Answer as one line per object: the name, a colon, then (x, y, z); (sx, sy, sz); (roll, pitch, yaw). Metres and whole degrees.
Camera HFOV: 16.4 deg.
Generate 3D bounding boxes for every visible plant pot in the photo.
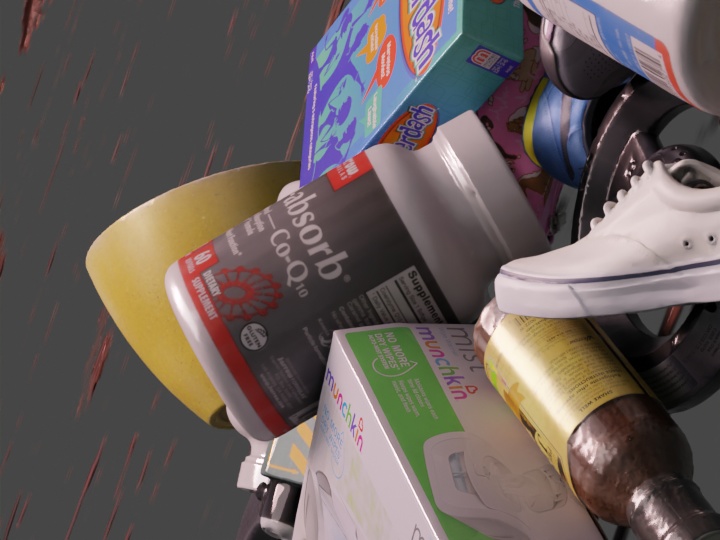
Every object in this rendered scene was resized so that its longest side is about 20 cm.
plant pot: (-0.082, 0.029, 1.803); (0.200, 0.199, 0.143); (-47, 58, 54)

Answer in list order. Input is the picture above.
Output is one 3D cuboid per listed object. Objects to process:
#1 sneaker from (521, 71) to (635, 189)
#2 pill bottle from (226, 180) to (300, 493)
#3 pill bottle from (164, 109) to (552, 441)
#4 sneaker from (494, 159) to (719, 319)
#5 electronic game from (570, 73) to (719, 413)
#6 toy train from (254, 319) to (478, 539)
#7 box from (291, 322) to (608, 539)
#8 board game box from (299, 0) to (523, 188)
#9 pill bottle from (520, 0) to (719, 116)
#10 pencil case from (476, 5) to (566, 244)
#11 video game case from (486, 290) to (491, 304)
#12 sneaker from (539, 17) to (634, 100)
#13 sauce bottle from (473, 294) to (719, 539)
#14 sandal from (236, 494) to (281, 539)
sneaker: (0.153, -0.142, 1.418); (0.078, 0.066, 0.202); (23, 98, 61)
pill bottle: (-0.022, 0.051, 1.612); (0.111, 0.110, 0.202); (174, 111, -70)
pill bottle: (0.000, 0.000, 1.407); (0.199, 0.116, 0.116); (-30, 26, 2)
sneaker: (0.148, -0.018, 1.203); (0.199, 0.073, 0.071); (-9, 88, 40)
electronic game: (0.166, -0.026, 1.302); (0.200, 0.041, 0.202); (-170, 90, -67)
toy train: (0.003, 0.079, 1.505); (0.113, 0.085, 0.202); (11, 82, 34)
box: (0.043, 0.157, 1.332); (0.200, 0.096, 0.177); (-117, 32, -50)
board game box: (0.029, -0.129, 1.505); (0.200, 0.045, 0.153); (-48, 29, 43)
pill bottle: (0.134, -0.161, 1.211); (0.200, 0.112, 0.113); (39, 113, 45)
pencil case: (0.101, -0.109, 1.495); (0.083, 0.086, 0.201); (-155, 81, -78)
video game case: (0.047, 0.115, 1.568); (0.200, 0.022, 0.183); (-106, 36, -58)
sneaker: (0.173, -0.170, 1.294); (0.200, 0.074, 0.087); (-53, 29, -2)
sauce bottle: (0.123, 0.082, 1.251); (0.065, 0.064, 0.200); (-65, 35, 25)
sandal: (-0.044, 0.160, 1.766); (0.200, 0.043, 0.077); (128, 160, -68)
